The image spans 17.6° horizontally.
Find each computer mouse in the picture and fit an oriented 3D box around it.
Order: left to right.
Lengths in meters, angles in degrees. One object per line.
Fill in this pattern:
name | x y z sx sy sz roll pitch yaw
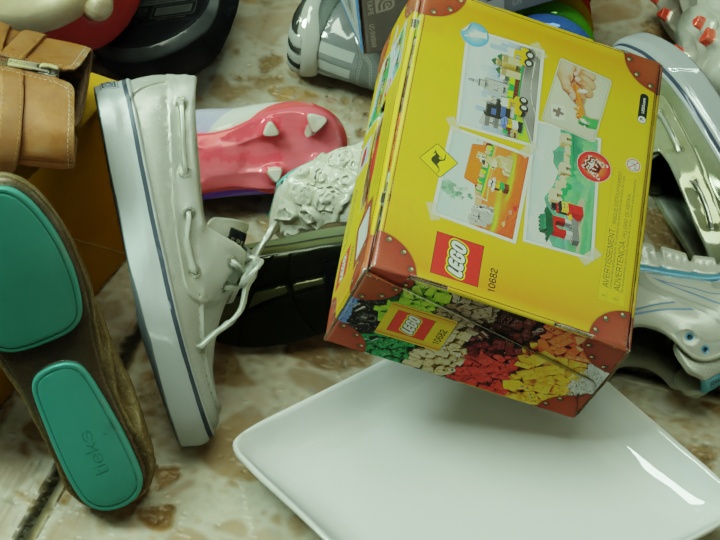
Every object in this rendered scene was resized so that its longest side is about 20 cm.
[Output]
computer mouse | -0.115 -0.178 1.534 0.138 0.053 0.200 -2 38 16

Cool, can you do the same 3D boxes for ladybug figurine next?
ladybug figurine | -0.196 -0.193 1.479 0.135 0.072 0.200 -30 38 -7

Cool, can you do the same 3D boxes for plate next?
plate | 0.065 0.116 1.235 0.199 0.032 0.200 -26 49 -27

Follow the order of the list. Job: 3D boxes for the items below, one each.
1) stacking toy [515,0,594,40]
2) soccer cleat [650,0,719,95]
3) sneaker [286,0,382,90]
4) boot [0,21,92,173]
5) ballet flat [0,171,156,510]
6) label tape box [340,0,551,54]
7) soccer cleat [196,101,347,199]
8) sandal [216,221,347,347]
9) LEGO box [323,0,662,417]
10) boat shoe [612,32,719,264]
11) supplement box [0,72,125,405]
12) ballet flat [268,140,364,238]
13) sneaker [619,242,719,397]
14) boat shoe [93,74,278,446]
stacking toy | 0.123 -0.147 1.502 0.085 0.086 0.200 8 37 6
soccer cleat | 0.241 -0.162 1.537 0.077 0.069 0.200 28 32 -16
sneaker | 0.043 -0.182 1.545 0.115 0.075 0.200 24 56 15
boot | -0.222 -0.123 1.261 0.154 0.074 0.201 -1 54 -3
ballet flat | -0.157 0.030 1.215 0.068 0.201 0.072 -20 23 9
label tape box | 0.073 -0.230 1.485 0.199 0.063 0.144 -17 51 -7
soccer cleat | -0.107 -0.071 1.420 0.199 0.067 0.076 -5 5 -4
sandal | -0.001 -0.001 1.333 0.200 0.080 0.057 -1 28 -3
LEGO box | 0.075 -0.040 1.267 0.148 0.077 0.201 18 55 -9
boat shoe | 0.194 -0.074 1.425 0.062 0.072 0.200 -19 47 -15
supplement box | -0.266 -0.031 1.306 0.199 0.133 0.197 20 45 18
ballet flat | 0.046 -0.045 1.379 0.199 0.072 0.072 -12 44 -13
sneaker | 0.212 0.035 1.313 0.199 0.075 0.087 -2 48 7
boat shoe | -0.084 -0.010 1.266 0.086 0.075 0.203 -12 87 -6
